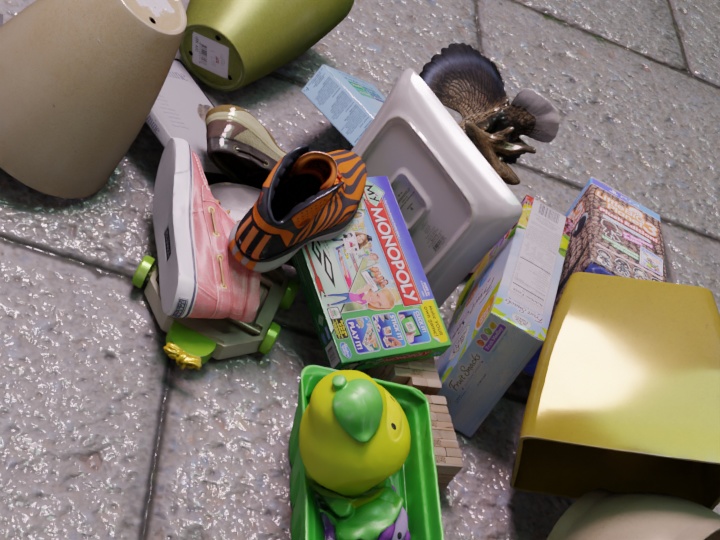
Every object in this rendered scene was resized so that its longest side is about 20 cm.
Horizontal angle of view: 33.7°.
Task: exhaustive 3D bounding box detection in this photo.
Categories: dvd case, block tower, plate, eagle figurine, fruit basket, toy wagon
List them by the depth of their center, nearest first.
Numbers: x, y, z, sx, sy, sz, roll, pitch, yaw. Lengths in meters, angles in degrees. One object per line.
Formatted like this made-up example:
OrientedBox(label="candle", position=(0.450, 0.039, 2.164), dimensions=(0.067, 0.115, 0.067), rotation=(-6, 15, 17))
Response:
OrientedBox(label="fruit basket", position=(0.005, 0.165, 1.037), dimensions=(0.153, 0.217, 0.218), rotation=(14, 45, -20))
OrientedBox(label="toy wagon", position=(-0.151, 0.029, 1.185), dimensions=(0.154, 0.040, 0.201), rotation=(28, 43, -6))
OrientedBox(label="block tower", position=(0.050, 0.131, 1.205), dimensions=(0.057, 0.054, 0.202), rotation=(8, 48, -24))
OrientedBox(label="plate", position=(0.057, -0.078, 1.281), dimensions=(0.032, 0.200, 0.201), rotation=(-24, 72, -43))
OrientedBox(label="dvd case", position=(-0.195, -0.170, 1.318), dimensions=(0.201, 0.018, 0.142), rotation=(53, 23, 19))
OrientedBox(label="eagle figurine", position=(0.141, -0.176, 1.428), dimensions=(0.149, 0.153, 0.201), rotation=(19, 24, -10))

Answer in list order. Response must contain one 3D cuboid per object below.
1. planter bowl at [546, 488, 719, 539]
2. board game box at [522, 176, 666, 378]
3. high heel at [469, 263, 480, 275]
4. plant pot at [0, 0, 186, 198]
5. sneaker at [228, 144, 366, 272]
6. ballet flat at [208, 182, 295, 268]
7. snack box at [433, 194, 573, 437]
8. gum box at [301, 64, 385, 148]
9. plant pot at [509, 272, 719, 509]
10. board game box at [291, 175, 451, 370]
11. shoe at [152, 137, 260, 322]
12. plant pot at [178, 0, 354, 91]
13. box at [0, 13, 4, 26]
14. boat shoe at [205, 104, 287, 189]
OrientedBox(label="planter bowl", position=(0.247, 0.287, 1.101), dimensions=(0.198, 0.203, 0.134), rotation=(-17, 35, -41))
OrientedBox(label="board game box", position=(0.256, 0.020, 1.331), dimensions=(0.096, 0.161, 0.201), rotation=(28, 30, -5))
OrientedBox(label="high heel", position=(0.108, -0.030, 1.405), dimensions=(0.197, 0.068, 0.096), rotation=(21, 15, -9))
OrientedBox(label="plant pot", position=(-0.267, -0.207, 1.173), dimensions=(0.186, 0.199, 0.189), rotation=(34, 34, -27))
OrientedBox(label="sneaker", position=(-0.037, -0.079, 1.144), dimensions=(0.077, 0.112, 0.200), rotation=(42, 45, 2))
OrientedBox(label="ballet flat", position=(-0.079, -0.030, 1.242), dimensions=(0.198, 0.057, 0.067), rotation=(27, 59, -12))
OrientedBox(label="snack box", position=(0.146, 0.046, 1.256), dimensions=(0.067, 0.170, 0.201), rotation=(26, 41, -4))
OrientedBox(label="gum box", position=(0.039, -0.150, 1.412), dimensions=(0.200, 0.045, 0.170), rotation=(48, 15, 14))
OrientedBox(label="plant pot", position=(0.255, 0.115, 1.141), dimensions=(0.196, 0.201, 0.179), rotation=(7, 67, 7))
OrientedBox(label="board game box", position=(0.000, 0.000, 1.210), dimensions=(0.133, 0.029, 0.202), rotation=(-7, 65, -31))
OrientedBox(label="shoe", position=(-0.149, -0.038, 1.170), dimensions=(0.090, 0.072, 0.203), rotation=(9, 52, -26))
OrientedBox(label="plant pot", position=(-0.130, -0.312, 1.430), dimensions=(0.186, 0.188, 0.201), rotation=(33, 55, 0))
OrientedBox(label="box", position=(-0.450, -0.201, 1.204), dimensions=(0.156, 0.049, 0.202), rotation=(12, 46, -25))
OrientedBox(label="boat shoe", position=(-0.100, -0.095, 1.280), dimensions=(0.199, 0.072, 0.066), rotation=(39, 51, -37))
